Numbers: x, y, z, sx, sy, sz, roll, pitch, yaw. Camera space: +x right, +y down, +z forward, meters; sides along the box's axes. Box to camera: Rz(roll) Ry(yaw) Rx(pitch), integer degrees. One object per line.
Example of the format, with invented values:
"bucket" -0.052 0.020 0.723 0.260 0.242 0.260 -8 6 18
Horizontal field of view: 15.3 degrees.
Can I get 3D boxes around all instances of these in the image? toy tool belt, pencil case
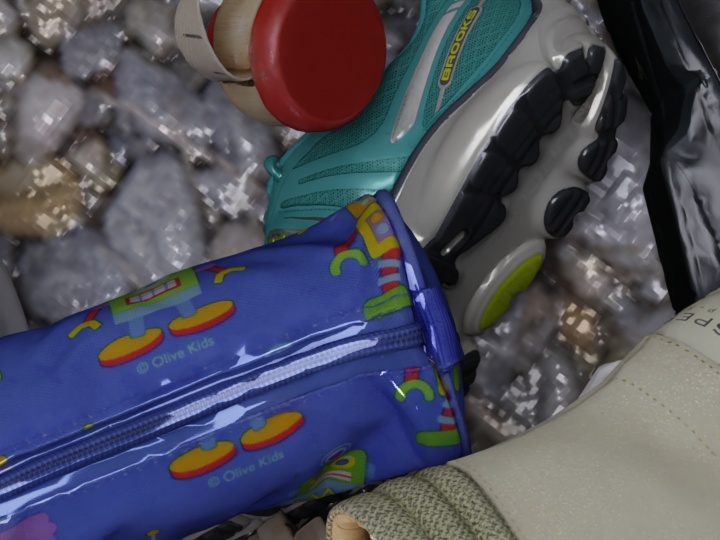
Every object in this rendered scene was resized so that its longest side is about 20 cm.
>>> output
"toy tool belt" -0.022 -0.137 0.804 0.123 0.125 0.200 7 75 48
"pencil case" -0.067 0.045 0.701 0.200 0.087 0.078 -21 97 -9

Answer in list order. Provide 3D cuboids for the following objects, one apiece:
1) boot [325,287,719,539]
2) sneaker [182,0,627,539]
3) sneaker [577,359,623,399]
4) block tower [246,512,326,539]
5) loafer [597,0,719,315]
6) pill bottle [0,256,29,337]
"boot" 0.089 0.115 0.645 0.155 0.072 0.200 -26 90 -30
"sneaker" 0.000 0.000 0.806 0.080 0.078 0.200 39 93 39
"sneaker" 0.108 0.044 0.733 0.200 0.089 0.075 -31 36 -4
"block tower" -0.072 0.155 0.786 0.200 0.054 0.058 -38 114 3
"loafer" 0.111 -0.076 0.793 0.072 0.073 0.200 -13 91 -1
"pill bottle" -0.202 0.052 0.799 0.200 0.116 0.116 -16 81 6
